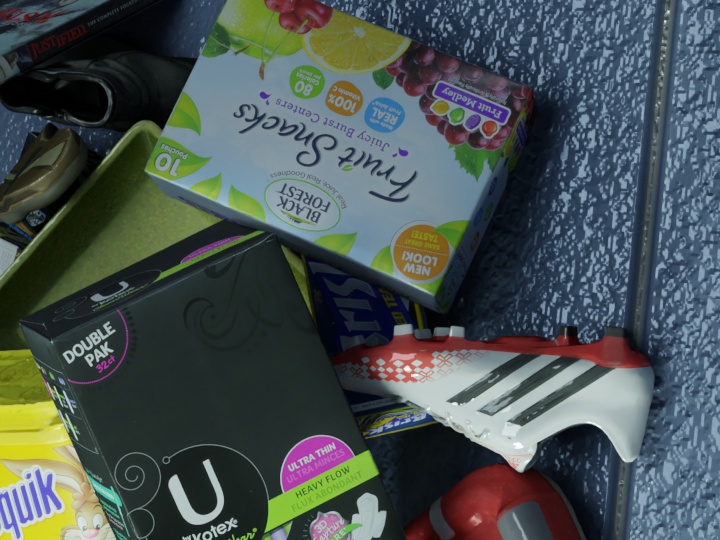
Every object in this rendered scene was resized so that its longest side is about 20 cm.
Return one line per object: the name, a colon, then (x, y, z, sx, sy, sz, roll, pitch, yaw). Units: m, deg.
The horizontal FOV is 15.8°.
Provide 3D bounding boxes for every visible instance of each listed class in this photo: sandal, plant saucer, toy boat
sandal: (-0.206, -0.054, 1.735, 0.080, 0.054, 0.200, -53, 13, -9)
plant saucer: (-0.129, 0.038, 1.693, 0.200, 0.048, 0.200, 43, 99, 0)
toy boat: (0.039, 0.203, 1.531, 0.200, 0.130, 0.131, -42, 59, 31)

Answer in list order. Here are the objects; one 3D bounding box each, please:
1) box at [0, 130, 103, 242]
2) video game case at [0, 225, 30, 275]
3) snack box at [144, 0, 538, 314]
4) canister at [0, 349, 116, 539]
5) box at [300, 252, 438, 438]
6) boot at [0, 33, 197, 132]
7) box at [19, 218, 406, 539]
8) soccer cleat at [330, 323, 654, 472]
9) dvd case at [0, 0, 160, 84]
box: (-0.187, 0.013, 1.821, 0.200, 0.046, 0.160, 31, 106, 41)
video game case: (-0.239, 0.084, 1.802, 0.181, 0.036, 0.201, 23, 99, 44)
snack box: (-0.011, -0.078, 1.580, 0.199, 0.053, 0.143, 22, 81, 15)
canister: (-0.193, 0.158, 1.646, 0.148, 0.087, 0.201, -3, 111, 32)
box: (0.000, 0.000, 1.620, 0.070, 0.064, 0.201, -12, 73, 3)
boot: (-0.200, -0.129, 1.787, 0.199, 0.130, 0.068, 8, 98, 43)
box: (-0.088, 0.092, 1.519, 0.201, 0.148, 0.124, 67, 167, -10)
soccer cleat: (0.073, 0.075, 1.520, 0.198, 0.069, 0.086, -1, 86, 13)
dvd case: (-0.238, -0.170, 1.798, 0.145, 0.200, 0.022, 8, 122, 43)
